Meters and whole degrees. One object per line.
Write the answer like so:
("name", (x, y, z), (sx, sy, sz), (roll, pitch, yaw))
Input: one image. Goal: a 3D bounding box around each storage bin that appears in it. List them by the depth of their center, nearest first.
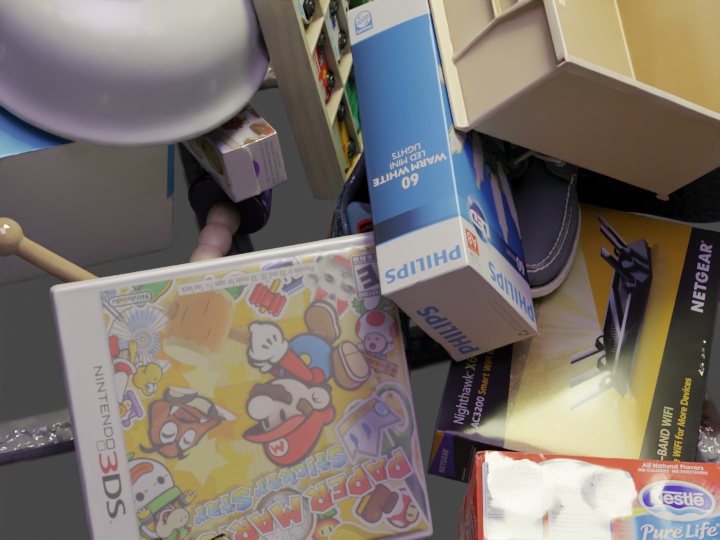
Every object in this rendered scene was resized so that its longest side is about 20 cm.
("storage bin", (0.141, -0.165, 1.201), (0.199, 0.093, 0.200), (14, 56, -40))

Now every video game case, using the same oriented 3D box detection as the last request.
("video game case", (-0.067, 0.083, 1.132), (0.198, 0.023, 0.184), (-10, 92, -13))

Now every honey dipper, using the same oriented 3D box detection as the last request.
("honey dipper", (-0.130, 0.025, 1.144), (0.199, 0.038, 0.038), (30, 52, -15))

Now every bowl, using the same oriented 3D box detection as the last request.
("bowl", (-0.144, -0.177, 1.183), (0.199, 0.091, 0.202), (8, 50, -9))

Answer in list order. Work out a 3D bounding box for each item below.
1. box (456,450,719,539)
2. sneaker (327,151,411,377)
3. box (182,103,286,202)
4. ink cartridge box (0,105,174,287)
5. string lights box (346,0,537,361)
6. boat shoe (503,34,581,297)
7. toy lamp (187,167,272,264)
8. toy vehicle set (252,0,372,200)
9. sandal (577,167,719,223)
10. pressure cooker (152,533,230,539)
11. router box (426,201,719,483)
("box", (0.156, 0.172, 1.105), (0.198, 0.096, 0.100), (3, 53, -3))
("sneaker", (0.000, 0.000, 1.218), (0.079, 0.096, 0.201), (7, 53, 1))
("box", (-0.107, -0.109, 1.280), (0.038, 0.042, 0.200), (-22, 37, -16))
("ink cartridge box", (-0.206, -0.115, 1.264), (0.124, 0.129, 0.201), (-13, 56, -15))
("string lights box", (0.047, -0.059, 1.173), (0.059, 0.103, 0.201), (-20, 58, 20))
("boat shoe", (0.105, -0.078, 1.237), (0.072, 0.062, 0.201), (2, 57, 7))
("toy lamp", (-0.101, -0.001, 1.235), (0.058, 0.058, 0.201), (16, 53, 7))
("toy vehicle set", (-0.024, -0.157, 1.269), (0.026, 0.201, 0.125), (3, 52, 16))
("sandal", (0.180, -0.073, 1.310), (0.198, 0.076, 0.048), (-1, 26, -4))
("pressure cooker", (-0.081, 0.235, 0.990), (0.199, 0.178, 0.177), (-26, 103, -23))
("router box", (0.138, 0.050, 1.220), (0.156, 0.052, 0.201), (12, 53, 4))
